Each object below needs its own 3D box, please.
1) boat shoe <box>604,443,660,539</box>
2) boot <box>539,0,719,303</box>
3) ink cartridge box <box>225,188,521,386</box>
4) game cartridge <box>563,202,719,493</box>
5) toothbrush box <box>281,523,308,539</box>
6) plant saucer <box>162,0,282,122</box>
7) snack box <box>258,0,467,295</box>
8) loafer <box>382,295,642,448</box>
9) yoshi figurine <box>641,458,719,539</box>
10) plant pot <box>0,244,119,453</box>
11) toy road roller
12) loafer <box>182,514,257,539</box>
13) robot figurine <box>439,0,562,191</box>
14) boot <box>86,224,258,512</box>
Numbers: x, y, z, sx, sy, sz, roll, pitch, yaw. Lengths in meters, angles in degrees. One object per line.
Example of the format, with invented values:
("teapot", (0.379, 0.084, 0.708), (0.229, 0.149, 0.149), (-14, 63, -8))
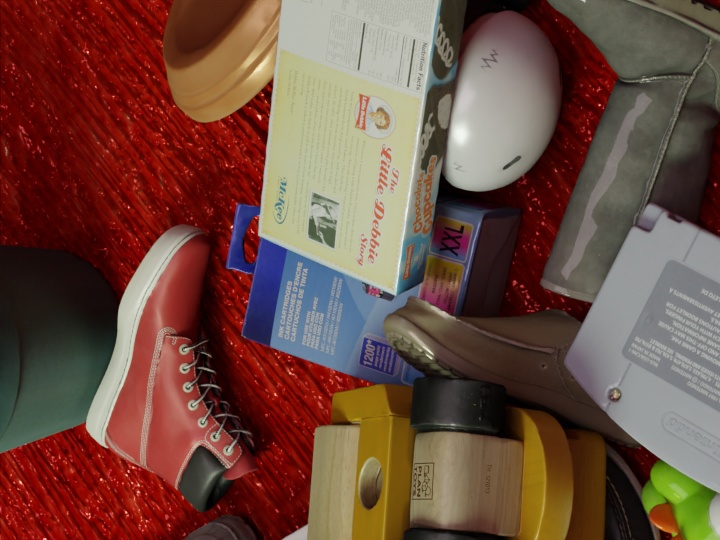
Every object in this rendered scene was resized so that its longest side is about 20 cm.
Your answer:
("boat shoe", (0.157, 0.213, 0.964), (0.073, 0.060, 0.202), (-5, 98, 28))
("boot", (0.155, -0.082, 0.925), (0.180, 0.073, 0.202), (20, 108, -13))
("ink cartridge box", (0.000, 0.000, 1.045), (0.198, 0.076, 0.138), (17, 101, 28))
("game cartridge", (0.223, 0.061, 0.863), (0.199, 0.040, 0.134), (32, 95, 32))
("toothbrush box", (0.006, 0.273, 1.049), (0.146, 0.085, 0.201), (-35, 77, 26))
("plant saucer", (-0.080, -0.201, 1.033), (0.200, 0.037, 0.202), (-39, 36, 36))
("snack box", (-0.002, -0.097, 0.925), (0.115, 0.037, 0.202), (23, 119, 29))
("loafer", (0.106, 0.054, 0.954), (0.076, 0.198, 0.069), (0, 68, 67))
("yoshi figurine", (0.266, 0.174, 0.891), (0.200, 0.112, 0.113), (41, 99, 27))
("plant pot", (-0.298, 0.062, 1.141), (0.198, 0.196, 0.203), (1, 92, 28))
("toy road roller", (0.066, 0.141, 0.932), (0.199, 0.145, 0.124), (-16, 67, 59))
("loafer", (-0.158, 0.264, 1.147), (0.070, 0.070, 0.200), (48, 113, 18))
("robot figurine", (0.040, -0.129, 0.988), (0.199, 0.124, 0.152), (23, 119, 28))
("boot", (-0.120, 0.077, 1.119), (0.143, 0.072, 0.202), (30, 114, 24))
